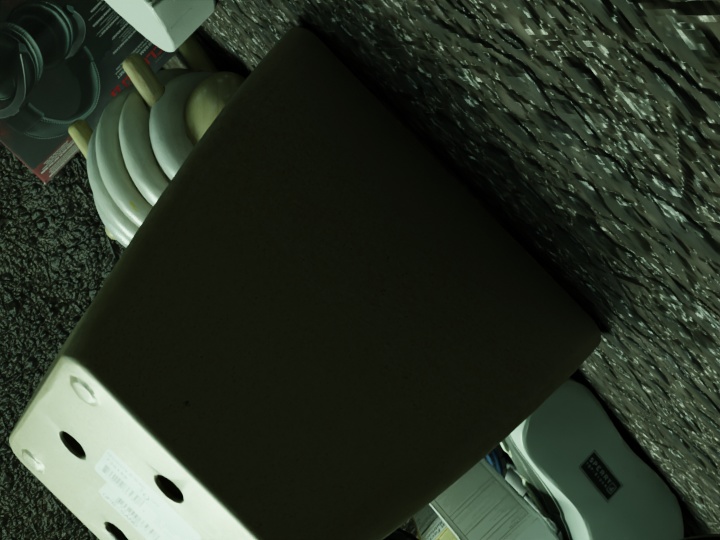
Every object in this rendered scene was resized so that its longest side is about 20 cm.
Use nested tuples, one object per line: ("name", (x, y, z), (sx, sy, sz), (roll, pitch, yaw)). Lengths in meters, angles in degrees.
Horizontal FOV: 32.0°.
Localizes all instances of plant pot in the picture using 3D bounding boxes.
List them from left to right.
("plant pot", (-0.047, 0.051, 0.589), (0.200, 0.177, 0.200), (45, 146, -2))

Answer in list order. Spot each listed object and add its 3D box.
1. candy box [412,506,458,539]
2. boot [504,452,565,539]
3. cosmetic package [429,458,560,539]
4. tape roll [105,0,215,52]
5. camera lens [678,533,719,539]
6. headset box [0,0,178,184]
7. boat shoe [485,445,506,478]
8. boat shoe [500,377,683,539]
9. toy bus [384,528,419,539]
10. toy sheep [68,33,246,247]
("candy box", (0.093, 0.202, 1.036), (0.115, 0.055, 0.200), (40, -173, -15))
("boot", (0.158, 0.181, 0.949), (0.157, 0.079, 0.212), (38, 167, 33))
("cosmetic package", (0.124, 0.211, 0.825), (0.201, 0.050, 0.083), (53, 176, -34))
("tape roll", (-0.158, -0.202, 0.671), (0.203, 0.037, 0.203), (44, 174, 5))
("camera lens", (0.200, 0.241, 0.632), (0.200, 0.160, 0.160), (49, 173, -39))
("headset box", (-0.234, -0.170, 0.904), (0.077, 0.149, 0.200), (41, 173, 32))
("boat shoe", (0.034, 0.100, 0.816), (0.072, 0.072, 0.201), (33, 162, 43))
("boat shoe", (0.138, 0.125, 0.770), (0.201, 0.070, 0.064), (57, 169, -31))
("toy bus", (0.068, 0.304, 0.979), (0.190, 0.137, 0.200), (17, -163, -29))
("toy sheep", (-0.128, -0.074, 0.866), (0.138, 0.138, 0.199), (45, 141, -9))
